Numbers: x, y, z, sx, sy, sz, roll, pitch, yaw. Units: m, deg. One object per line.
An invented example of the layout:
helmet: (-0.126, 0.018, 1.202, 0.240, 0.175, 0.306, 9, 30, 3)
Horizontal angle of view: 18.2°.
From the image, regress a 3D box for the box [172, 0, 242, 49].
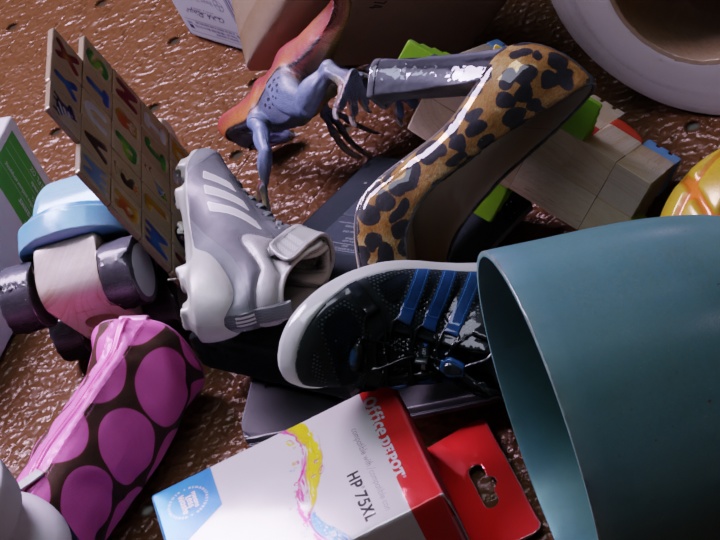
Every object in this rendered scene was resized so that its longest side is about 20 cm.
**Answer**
box: (-0.036, -0.267, 1.774, 0.200, 0.105, 0.184, -44, 40, -21)

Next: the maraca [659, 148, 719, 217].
maraca: (0.263, -0.024, 1.296, 0.199, 0.107, 0.137, -5, 49, 27)

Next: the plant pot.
plant pot: (0.169, 0.061, 1.190, 0.161, 0.201, 0.201, -18, 36, -6)

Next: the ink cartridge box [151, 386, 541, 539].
ink cartridge box: (-0.010, 0.142, 1.299, 0.200, 0.067, 0.116, -27, 37, 0)

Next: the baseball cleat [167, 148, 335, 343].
baseball cleat: (-0.070, -0.018, 1.460, 0.106, 0.070, 0.200, -7, 36, 0)

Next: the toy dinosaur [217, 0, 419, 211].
toy dinosaur: (-0.040, -0.127, 1.577, 0.105, 0.201, 0.181, -20, 20, -39)

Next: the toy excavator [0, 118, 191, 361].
toy excavator: (-0.169, -0.039, 1.574, 0.100, 0.194, 0.201, -14, 67, 18)

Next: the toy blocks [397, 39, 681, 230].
toy blocks: (0.124, -0.084, 1.441, 0.200, 0.100, 0.137, 32, 20, 11)

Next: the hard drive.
hard drive: (0.000, 0.000, 1.464, 0.139, 0.033, 0.200, 10, 44, 43)

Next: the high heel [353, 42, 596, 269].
high heel: (0.071, -0.036, 1.344, 0.142, 0.071, 0.201, -1, 85, 25)

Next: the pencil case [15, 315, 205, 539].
pencil case: (-0.174, 0.115, 1.412, 0.091, 0.094, 0.200, 0, 44, 32)

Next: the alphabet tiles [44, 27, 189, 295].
alphabet tiles: (-0.150, -0.070, 1.531, 0.006, 0.200, 0.167, -30, 34, 16)

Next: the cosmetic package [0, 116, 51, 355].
cosmetic package: (-0.297, -0.004, 1.619, 0.085, 0.108, 0.200, -6, 43, 25)

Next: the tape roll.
tape roll: (0.236, -0.220, 1.470, 0.202, 0.203, 0.139, 4, 47, 35)

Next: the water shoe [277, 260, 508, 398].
water shoe: (0.052, 0.036, 1.302, 0.199, 0.072, 0.079, -12, 31, -24)

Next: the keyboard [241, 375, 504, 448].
keyboard: (0.023, 0.057, 1.418, 0.199, 0.021, 0.127, -11, 36, 18)

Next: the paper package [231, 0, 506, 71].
paper package: (0.019, -0.232, 1.560, 0.190, 0.200, 0.104, -5, 67, -25)

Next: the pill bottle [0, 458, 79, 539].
pill bottle: (-0.194, 0.194, 1.239, 0.115, 0.200, 0.116, -16, 38, 13)
